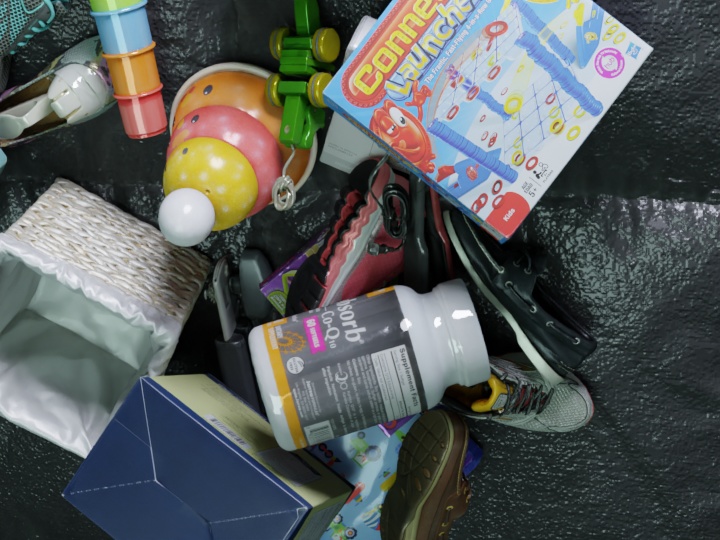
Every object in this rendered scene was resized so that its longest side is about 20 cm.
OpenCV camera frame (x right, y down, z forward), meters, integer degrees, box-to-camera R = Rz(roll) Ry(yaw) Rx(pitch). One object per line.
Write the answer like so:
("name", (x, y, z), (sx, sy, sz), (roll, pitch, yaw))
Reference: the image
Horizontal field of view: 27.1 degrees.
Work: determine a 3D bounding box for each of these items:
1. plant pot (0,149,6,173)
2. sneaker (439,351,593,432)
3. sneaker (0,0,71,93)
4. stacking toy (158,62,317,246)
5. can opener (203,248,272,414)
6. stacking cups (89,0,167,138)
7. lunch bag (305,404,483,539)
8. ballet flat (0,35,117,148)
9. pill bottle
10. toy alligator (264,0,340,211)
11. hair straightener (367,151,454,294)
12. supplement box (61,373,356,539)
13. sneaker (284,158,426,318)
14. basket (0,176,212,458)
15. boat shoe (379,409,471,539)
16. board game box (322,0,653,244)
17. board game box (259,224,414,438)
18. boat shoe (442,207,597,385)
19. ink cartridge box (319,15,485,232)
("plant pot", (-0.434, -0.094, 1.414), (0.199, 0.142, 0.142), (-14, 118, 47))
("sneaker", (0.133, 0.120, 1.432), (0.198, 0.082, 0.078), (14, 106, -16))
("sneaker", (-0.313, -0.240, 1.373), (0.091, 0.078, 0.201), (19, 125, -1))
("stacking toy", (-0.128, -0.086, 1.335), (0.145, 0.200, 0.147), (7, 122, 11))
("can opener", (-0.117, 0.074, 1.516), (0.066, 0.053, 0.202), (4, 121, 13))
("stacking cups", (-0.215, -0.218, 1.346), (0.060, 0.061, 0.202), (-4, 110, 18))
("lunch bag", (0.016, 0.190, 1.535), (0.200, 0.094, 0.151), (-39, 102, 20))
("ballet flat", (-0.293, -0.159, 1.415), (0.199, 0.071, 0.069), (-22, 111, 25))
("pill bottle", (0.008, 0.079, 1.327), (0.198, 0.117, 0.117), (-17, 117, -2))
("toy alligator", (-0.048, -0.151, 1.330), (0.059, 0.054, 0.202), (6, 90, 33))
("hair straightener", (0.044, -0.033, 1.336), (0.041, 0.077, 0.201), (45, 153, 40))
("supplement box", (-0.137, 0.209, 1.415), (0.199, 0.200, 0.135), (36, 95, 12))
("sneaker", (0.000, 0.000, 1.391), (0.086, 0.074, 0.201), (23, 106, -24))
("basket", (-0.273, 0.050, 1.481), (0.199, 0.161, 0.199), (28, 124, -1))
("boat shoe", (0.073, 0.208, 1.459), (0.067, 0.072, 0.201), (-1, 133, -20))
("board game box", (0.104, -0.161, 1.237), (0.195, 0.056, 0.201), (37, 90, 1))
("board game box", (0.009, 0.052, 1.455), (0.120, 0.032, 0.200), (-40, 105, 0))
("boat shoe", (0.153, 0.013, 1.393), (0.066, 0.075, 0.200), (-32, 99, 17))
("ink cartridge box", (0.071, -0.126, 1.350), (0.199, 0.045, 0.177), (23, 149, 2))
